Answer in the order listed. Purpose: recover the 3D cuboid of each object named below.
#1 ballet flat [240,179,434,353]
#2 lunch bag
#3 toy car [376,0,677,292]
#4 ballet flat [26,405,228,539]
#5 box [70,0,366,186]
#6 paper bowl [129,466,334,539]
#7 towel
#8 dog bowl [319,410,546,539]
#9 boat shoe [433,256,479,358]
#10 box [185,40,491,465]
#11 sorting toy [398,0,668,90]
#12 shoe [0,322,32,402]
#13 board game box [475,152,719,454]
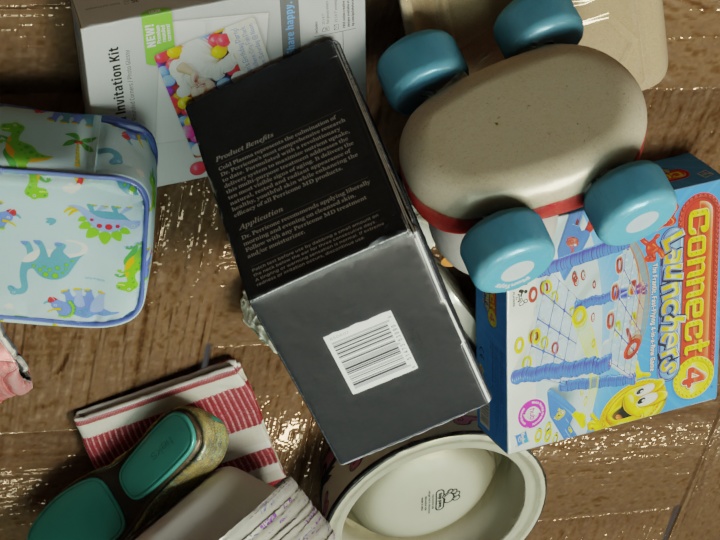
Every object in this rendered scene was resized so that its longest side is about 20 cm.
[{"bbox_3d":[0.000,0.000,1.715,0.199,0.072,0.072,-34,135,10],"label":"ballet flat"},{"bbox_3d":[-0.241,-0.036,1.542,0.198,0.083,0.161,4,133,-4],"label":"lunch bag"},{"bbox_3d":[0.113,-0.060,1.591,0.176,0.185,0.200,-21,155,-9],"label":"toy car"},{"bbox_3d":[-0.181,0.179,1.793,0.200,0.071,0.071,-40,134,21],"label":"ballet flat"},{"bbox_3d":[-0.095,-0.138,1.561,0.198,0.041,0.157,-11,136,-10],"label":"box"},{"bbox_3d":[-0.126,0.236,1.789,0.200,0.201,0.105,-39,91,16],"label":"paper bowl"},{"bbox_3d":[-0.141,0.160,1.842,0.143,0.023,0.201,-19,134,-1],"label":"towel"},{"bbox_3d":[0.054,0.185,1.908,0.199,0.074,0.201,-11,134,-12],"label":"dog bowl"},{"bbox_3d":[0.085,0.071,1.811,0.060,0.074,0.200,-31,133,9],"label":"boat shoe"},{"bbox_3d":[-0.015,-0.012,1.546,0.123,0.197,0.200,-22,138,4],"label":"box"},{"bbox_3d":[0.126,-0.181,1.619,0.199,0.037,0.186,-22,136,-7],"label":"sorting toy"},{"bbox_3d":[-0.314,0.044,1.630,0.091,0.072,0.200,-28,139,0],"label":"shoe"},{"bbox_3d":[0.188,0.026,1.763,0.195,0.056,0.201,-13,118,-21],"label":"board game box"}]
